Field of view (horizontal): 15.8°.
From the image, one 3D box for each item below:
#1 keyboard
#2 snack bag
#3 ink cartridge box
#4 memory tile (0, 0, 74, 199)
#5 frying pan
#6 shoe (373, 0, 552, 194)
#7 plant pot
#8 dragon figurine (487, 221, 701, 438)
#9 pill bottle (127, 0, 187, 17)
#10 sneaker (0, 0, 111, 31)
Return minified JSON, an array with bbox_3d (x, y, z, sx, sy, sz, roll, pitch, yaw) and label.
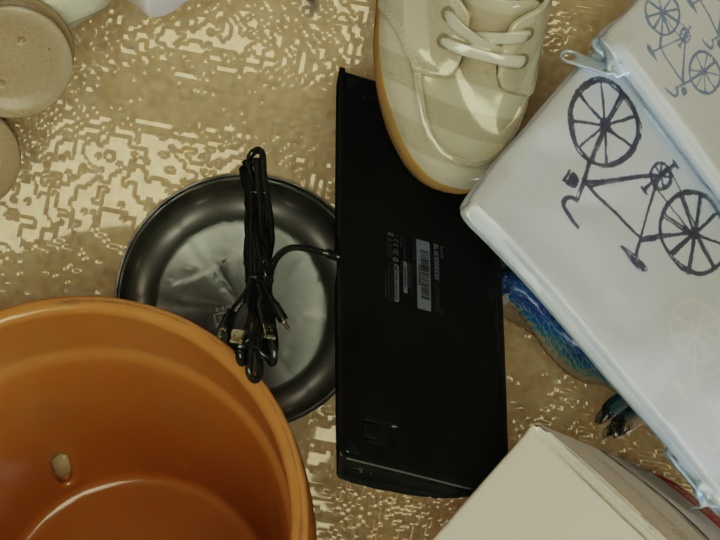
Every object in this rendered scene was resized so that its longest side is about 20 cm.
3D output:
[{"bbox_3d":[0.000,0.000,1.060,0.127,0.200,0.021,16,140,-20],"label":"keyboard"},{"bbox_3d":[0.153,-0.029,1.082,0.200,0.021,0.189,-47,108,-20],"label":"snack bag"},{"bbox_3d":[0.083,0.152,1.067,0.085,0.200,0.146,43,97,22],"label":"ink cartridge box"},{"bbox_3d":[-0.222,-0.052,1.065,0.153,0.017,0.200,29,112,-17],"label":"memory tile"},{"bbox_3d":[-0.059,0.052,1.143,0.115,0.031,0.190,11,96,-1],"label":"frying pan"},{"bbox_3d":[0.046,-0.133,1.079,0.070,0.053,0.200,5,86,-10],"label":"shoe"},{"bbox_3d":[-0.107,0.127,1.071,0.200,0.140,0.200,-4,68,9],"label":"plant pot"},{"bbox_3d":[0.126,0.005,1.120,0.200,0.059,0.100,-25,99,4],"label":"dragon figurine"},{"bbox_3d":[-0.130,-0.198,1.034,0.200,0.120,0.120,40,97,7],"label":"pill bottle"},{"bbox_3d":[-0.182,-0.071,1.103,0.200,0.075,0.081,-30,106,12],"label":"sneaker"}]
